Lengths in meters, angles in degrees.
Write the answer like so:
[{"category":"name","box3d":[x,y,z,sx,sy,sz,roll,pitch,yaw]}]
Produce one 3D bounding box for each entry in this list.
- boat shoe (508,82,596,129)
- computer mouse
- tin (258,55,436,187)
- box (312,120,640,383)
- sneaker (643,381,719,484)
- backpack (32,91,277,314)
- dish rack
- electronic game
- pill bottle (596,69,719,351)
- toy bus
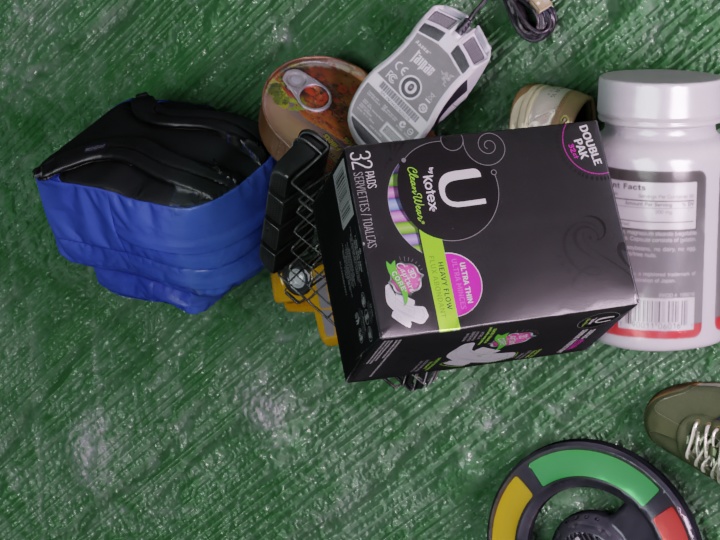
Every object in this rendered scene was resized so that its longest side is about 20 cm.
[{"category":"boat shoe","box3d":[0.156,-0.047,1.726,0.066,0.074,0.202,6,104,37]},{"category":"computer mouse","box3d":[0.067,-0.175,1.762,0.110,0.044,0.200,46,106,10]},{"category":"tin","box3d":[-0.001,-0.096,1.796,0.200,0.112,0.042,44,143,18]},{"category":"box","box3d":[0.082,-0.014,1.597,0.124,0.198,0.150,127,134,-68]},{"category":"sneaker","box3d":[0.297,0.138,1.665,0.199,0.090,0.068,15,110,30]},{"category":"backpack","box3d":[-0.147,-0.055,1.875,0.199,0.163,0.169,9,133,36]},{"category":"dish rack","box3d":[0.000,0.000,1.734,0.200,0.054,0.154,41,151,18]},{"category":"electronic game","box3d":[0.192,0.237,1.786,0.198,0.041,0.202,8,104,32]},{"category":"pill bottle","box3d":[0.227,-0.048,1.656,0.113,0.114,0.202,7,104,32]},{"category":"toy bus","box3d":[0.023,0.016,1.834,0.199,0.065,0.079,-8,98,34]}]
